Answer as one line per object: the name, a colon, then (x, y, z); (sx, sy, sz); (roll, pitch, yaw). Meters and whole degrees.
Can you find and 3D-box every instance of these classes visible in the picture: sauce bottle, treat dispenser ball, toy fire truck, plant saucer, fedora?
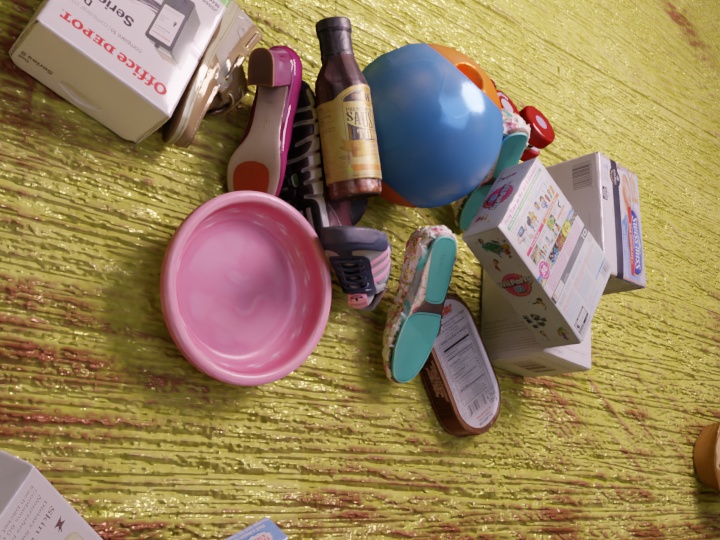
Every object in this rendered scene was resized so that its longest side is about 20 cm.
sauce bottle: (-0.018, -0.179, 0.837); (0.066, 0.066, 0.201); (-10, 92, -43)
treat dispenser ball: (0.077, -0.178, 0.931); (0.200, 0.200, 0.202); (13, 71, -40)
toy fire truck: (0.189, -0.239, 1.127); (0.199, 0.112, 0.169); (11, 54, -41)
plant saucer: (-0.122, 0.019, 0.788); (0.200, 0.051, 0.201); (4, 84, -40)
fedora: (0.702, 0.360, 1.449); (0.200, 0.082, 0.202); (6, 80, -40)

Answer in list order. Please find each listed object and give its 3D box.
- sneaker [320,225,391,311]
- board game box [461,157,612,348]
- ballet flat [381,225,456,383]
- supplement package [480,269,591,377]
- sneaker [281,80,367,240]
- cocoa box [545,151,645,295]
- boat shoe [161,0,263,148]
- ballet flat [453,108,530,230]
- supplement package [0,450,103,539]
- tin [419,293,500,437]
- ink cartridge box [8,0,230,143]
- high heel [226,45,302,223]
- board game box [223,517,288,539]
sneaker: (0.000, 0.000, 0.853); (0.200, 0.070, 0.082); (34, 60, -73)
board game box: (0.235, -0.022, 0.975); (0.200, 0.064, 0.148); (51, 51, -20)
ballet flat: (0.069, 0.039, 0.934); (0.075, 0.064, 0.201); (14, 97, -33)
supplement package: (0.257, 0.043, 1.097); (0.117, 0.117, 0.201); (21, 65, -37)
sneaker: (-0.047, -0.124, 0.905); (0.115, 0.075, 0.201); (-4, 87, -54)
cocoa box: (0.366, -0.066, 1.215); (0.131, 0.133, 0.201); (15, 70, -40)
boat shoe: (-0.154, -0.209, 0.815); (0.066, 0.074, 0.201); (31, 59, -27)
ballet flat: (0.178, -0.142, 1.045); (0.075, 0.200, 0.064); (-3, 52, -24)
supplement package: (-0.275, 0.204, 0.479); (0.200, 0.150, 0.152); (88, 23, -53)
tin: (0.130, 0.127, 1.016); (0.112, 0.042, 0.201); (-28, 98, -47)
ink cartridge box: (-0.229, -0.254, 0.751); (0.145, 0.084, 0.201); (35, 58, -31)
high heel: (-0.096, -0.149, 0.843); (0.096, 0.067, 0.201); (-34, 138, -68)
board game box: (-0.140, 0.327, 0.643); (0.151, 0.037, 0.201); (-16, 124, -43)
